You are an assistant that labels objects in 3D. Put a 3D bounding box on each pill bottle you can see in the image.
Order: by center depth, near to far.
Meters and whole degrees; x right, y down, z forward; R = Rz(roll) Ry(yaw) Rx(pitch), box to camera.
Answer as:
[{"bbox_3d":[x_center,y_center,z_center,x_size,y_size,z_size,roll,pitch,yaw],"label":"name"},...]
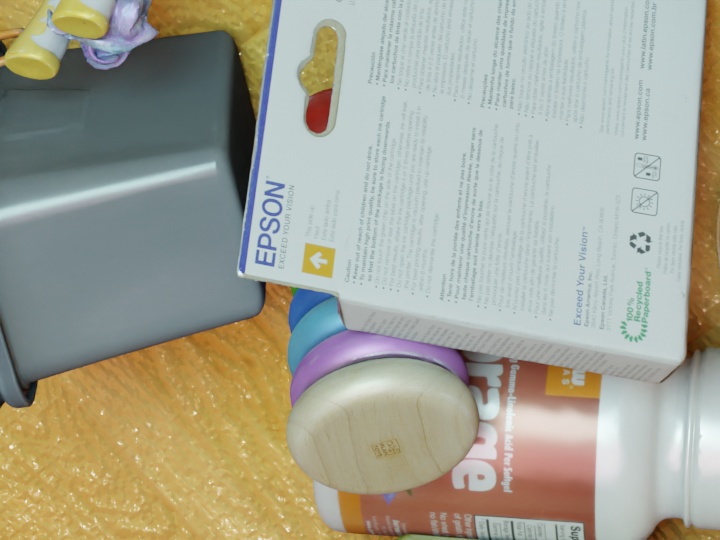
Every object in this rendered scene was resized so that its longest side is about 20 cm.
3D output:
[{"bbox_3d":[0.083,0.074,1.273,0.199,0.112,0.113,3,112,9],"label":"pill bottle"}]

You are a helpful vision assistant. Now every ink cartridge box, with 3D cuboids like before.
[{"bbox_3d":[0.050,-0.062,1.174,0.199,0.198,0.043,11,157,-9],"label":"ink cartridge box"}]

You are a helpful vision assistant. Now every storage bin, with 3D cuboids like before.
[{"bbox_3d":[-0.116,-0.044,1.227,0.133,0.200,0.146,-12,116,3],"label":"storage bin"}]

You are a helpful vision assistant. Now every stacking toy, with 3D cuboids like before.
[{"bbox_3d":[0.000,0.000,1.227,0.085,0.201,0.086,-5,140,-4],"label":"stacking toy"}]

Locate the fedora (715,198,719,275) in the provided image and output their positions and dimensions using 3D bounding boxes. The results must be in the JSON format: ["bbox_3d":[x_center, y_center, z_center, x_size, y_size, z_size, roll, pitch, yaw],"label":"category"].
[{"bbox_3d":[0.260,-0.008,1.222,0.199,0.082,0.202,4,112,9],"label":"fedora"}]

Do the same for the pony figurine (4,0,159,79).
[{"bbox_3d":[-0.117,-0.186,1.176,0.192,0.201,0.167,8,156,14],"label":"pony figurine"}]

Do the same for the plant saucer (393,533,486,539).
[{"bbox_3d":[0.092,0.177,1.301,0.198,0.048,0.200,3,156,10],"label":"plant saucer"}]
